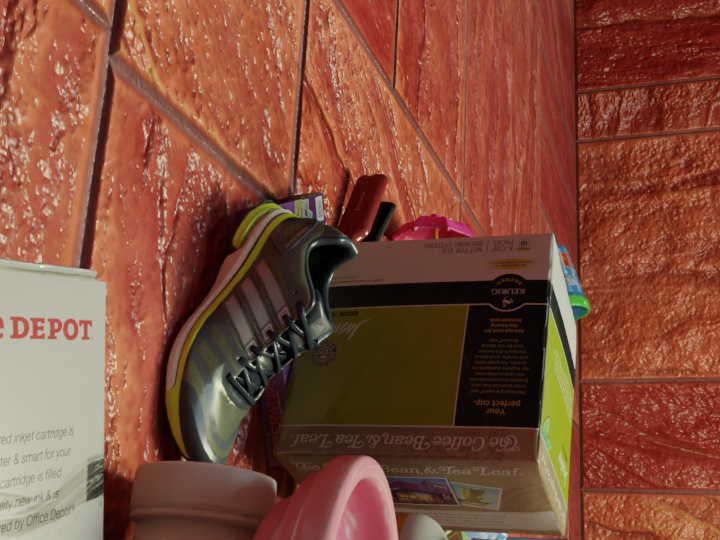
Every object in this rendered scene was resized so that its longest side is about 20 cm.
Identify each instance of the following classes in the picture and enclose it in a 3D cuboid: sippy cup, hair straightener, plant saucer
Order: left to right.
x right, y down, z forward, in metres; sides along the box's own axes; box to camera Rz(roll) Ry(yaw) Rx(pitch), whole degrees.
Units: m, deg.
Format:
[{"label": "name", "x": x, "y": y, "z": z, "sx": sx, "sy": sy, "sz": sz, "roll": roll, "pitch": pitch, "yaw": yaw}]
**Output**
[{"label": "plant saucer", "x": -0.021, "y": 0.195, "z": 0.499, "sx": 0.200, "sy": 0.050, "sz": 0.203, "roll": -1, "pitch": 90, "yaw": -77}, {"label": "hair straightener", "x": 0.000, "y": 0.000, "z": 0.946, "sx": 0.201, "sy": 0.040, "sz": 0.077, "roll": -75, "pitch": 154, "yaw": -42}, {"label": "sippy cup", "x": 0.352, "y": 0.026, "z": 1.867, "sx": 0.138, "sy": 0.178, "sz": 0.132, "roll": 4, "pitch": 67, "yaw": -27}]

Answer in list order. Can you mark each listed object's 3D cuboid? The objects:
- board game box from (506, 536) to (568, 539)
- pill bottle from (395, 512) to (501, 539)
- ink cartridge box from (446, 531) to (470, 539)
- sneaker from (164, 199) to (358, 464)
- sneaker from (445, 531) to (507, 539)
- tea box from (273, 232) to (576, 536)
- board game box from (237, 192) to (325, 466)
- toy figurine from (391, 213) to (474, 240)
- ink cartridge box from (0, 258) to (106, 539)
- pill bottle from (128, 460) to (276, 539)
[{"label": "board game box", "x": 0.181, "y": 0.424, "z": 1.250, "sx": 0.201, "sy": 0.150, "sz": 0.045, "roll": -64, "pitch": 147, "yaw": -53}, {"label": "pill bottle", "x": -0.002, "y": 0.216, "z": 0.655, "sx": 0.113, "sy": 0.198, "sz": 0.114, "roll": -2, "pitch": 90, "yaw": -75}, {"label": "ink cartridge box", "x": 0.138, "y": 0.348, "z": 0.893, "sx": 0.200, "sy": 0.048, "sz": 0.146, "roll": 51, "pitch": 8, "yaw": -14}, {"label": "sneaker", "x": -0.065, "y": 0.040, "z": 0.665, "sx": 0.074, "sy": 0.080, "sz": 0.202, "roll": 57, "pitch": 46, "yaw": -52}, {"label": "sneaker", "x": 0.101, "y": 0.347, "z": 1.073, "sx": 0.076, "sy": 0.076, "sz": 0.202, "roll": -97, "pitch": -159, "yaw": -72}, {"label": "tea box", "x": 0.061, "y": 0.090, "z": 0.787, "sx": 0.134, "sy": 0.198, "sz": 0.198, "roll": 63, "pitch": 32, "yaw": -48}, {"label": "board game box", "x": -0.052, "y": 0.043, "z": 0.808, "sx": 0.120, "sy": 0.032, "sz": 0.202, "roll": -31, "pitch": 117, "yaw": -72}, {"label": "toy figurine", "x": 0.076, "y": 0.027, "z": 1.071, "sx": 0.185, "sy": 0.148, "sz": 0.202, "roll": -81, "pitch": -178, "yaw": -58}, {"label": "ink cartridge box", "x": -0.168, "y": 0.097, "z": 0.372, "sx": 0.144, "sy": 0.083, "sz": 0.202, "roll": 15, "pitch": 74, "yaw": -71}, {"label": "pill bottle", "x": -0.095, "y": 0.209, "z": 0.529, "sx": 0.111, "sy": 0.110, "sz": 0.202, "roll": 50, "pitch": 41, "yaw": -60}]
